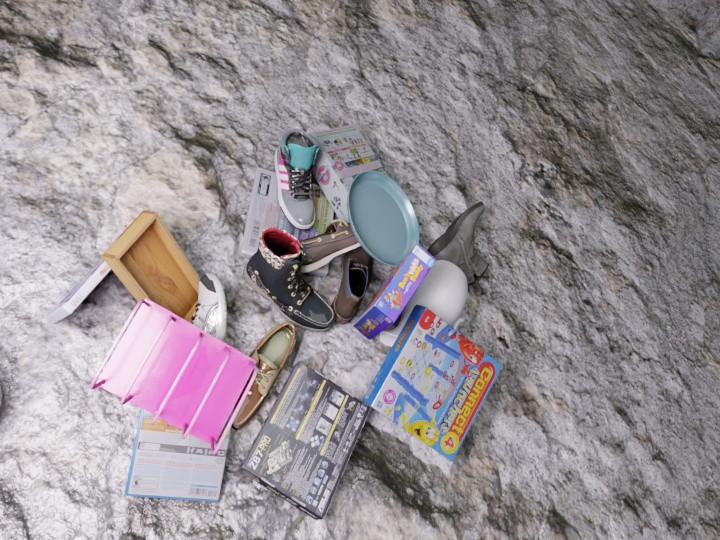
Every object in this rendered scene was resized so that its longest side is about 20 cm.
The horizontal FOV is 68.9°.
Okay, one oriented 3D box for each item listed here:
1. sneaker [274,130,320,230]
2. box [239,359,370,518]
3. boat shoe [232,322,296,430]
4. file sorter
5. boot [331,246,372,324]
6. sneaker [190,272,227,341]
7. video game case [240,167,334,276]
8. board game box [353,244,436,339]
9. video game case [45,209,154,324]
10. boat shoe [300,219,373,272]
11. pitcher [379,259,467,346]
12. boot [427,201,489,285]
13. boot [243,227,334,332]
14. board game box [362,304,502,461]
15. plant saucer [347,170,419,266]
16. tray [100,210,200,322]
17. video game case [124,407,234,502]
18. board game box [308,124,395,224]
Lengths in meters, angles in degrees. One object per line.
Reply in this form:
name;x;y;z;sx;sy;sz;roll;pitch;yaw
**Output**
sneaker;-0.119;-0.196;1.047;0.081;0.121;0.206;-7;68;-25
box;-0.090;0.285;0.895;0.158;0.049;0.204;33;57;-8
boat shoe;-0.172;0.169;0.899;0.074;0.074;0.203;31;57;-5
file sorter;-0.260;0.149;0.752;0.196;0.125;0.142;32;75;-13
boot;0.000;0.000;1.042;0.073;0.097;0.206;21;59;-11
sneaker;-0.266;0.106;0.867;0.085;0.075;0.208;0;79;-23
video game case;-0.143;-0.100;1.075;0.176;0.022;0.207;14;60;-17
board game box;0.057;0.046;0.968;0.044;0.200;0.136;37;70;0
video game case;-0.414;-0.006;0.842;0.018;0.141;0.203;45;54;-23
boat shoe;-0.050;-0.064;1.035;0.197;0.071;0.061;-29;109;-29
pitcher;0.154;0.098;1.054;0.170;0.121;0.202;39;66;-5
boot;0.250;-0.055;1.205;0.131;0.068;0.200;47;64;-1
boot;-0.117;0.021;0.947;0.201;0.154;0.074;36;57;-2
board game box;0.134;0.205;0.963;0.193;0.056;0.204;34;81;-14
plant saucer;0.043;-0.102;1.064;0.196;0.027;0.207;21;58;-36
tray;-0.321;0.015;0.850;0.036;0.204;0.100;10;50;27
video game case;-0.272;0.244;0.814;0.138;0.018;0.208;11;81;-17
board game box;-0.022;-0.211;1.142;0.145;0.064;0.204;-22;77;-43
